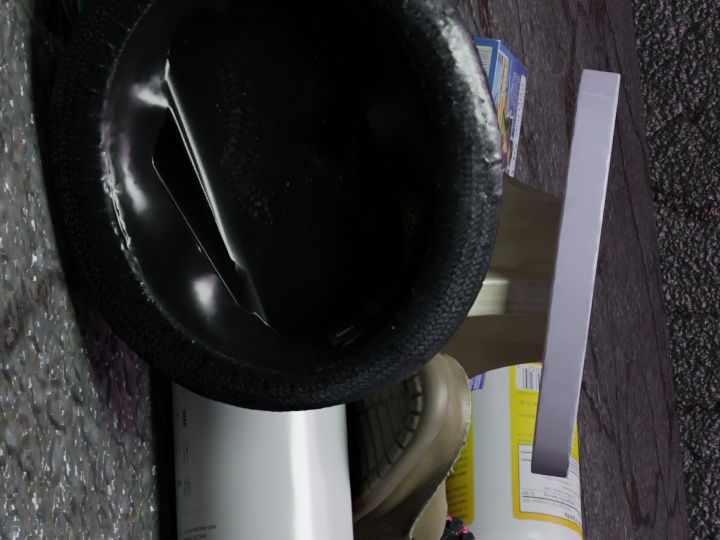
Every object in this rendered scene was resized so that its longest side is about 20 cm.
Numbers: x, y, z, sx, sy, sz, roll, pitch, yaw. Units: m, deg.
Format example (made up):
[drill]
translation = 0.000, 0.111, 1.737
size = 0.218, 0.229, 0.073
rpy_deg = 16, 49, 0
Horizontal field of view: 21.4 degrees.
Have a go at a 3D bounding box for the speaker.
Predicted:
[speaker]
translation = -0.045, 0.067, 0.848
size = 0.081, 0.080, 0.202
rpy_deg = 39, 45, -69

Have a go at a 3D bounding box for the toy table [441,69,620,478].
[toy table]
translation = 0.060, -0.002, 0.949
size = 0.184, 0.116, 0.202
rpy_deg = -17, 113, -82

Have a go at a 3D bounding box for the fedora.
[fedora]
translation = -0.030, -0.048, 0.777
size = 0.092, 0.198, 0.203
rpy_deg = -52, 134, -79

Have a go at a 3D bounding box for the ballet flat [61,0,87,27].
[ballet flat]
translation = -0.086, -0.118, 0.830
size = 0.200, 0.070, 0.071
rpy_deg = 50, 36, -63

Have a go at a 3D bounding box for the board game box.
[board game box]
translation = 0.062, -0.029, 1.124
size = 0.135, 0.034, 0.202
rpy_deg = 10, 88, -78

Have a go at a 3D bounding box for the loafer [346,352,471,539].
[loafer]
translation = 0.012, 0.092, 0.901
size = 0.200, 0.067, 0.077
rpy_deg = 126, -39, -56

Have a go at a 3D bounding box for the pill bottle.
[pill bottle]
translation = 0.098, 0.151, 1.299
size = 0.104, 0.103, 0.202
rpy_deg = 55, 32, -60

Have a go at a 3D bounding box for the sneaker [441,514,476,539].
[sneaker]
translation = 0.062, 0.252, 1.164
size = 0.075, 0.080, 0.202
rpy_deg = 56, 30, -63
